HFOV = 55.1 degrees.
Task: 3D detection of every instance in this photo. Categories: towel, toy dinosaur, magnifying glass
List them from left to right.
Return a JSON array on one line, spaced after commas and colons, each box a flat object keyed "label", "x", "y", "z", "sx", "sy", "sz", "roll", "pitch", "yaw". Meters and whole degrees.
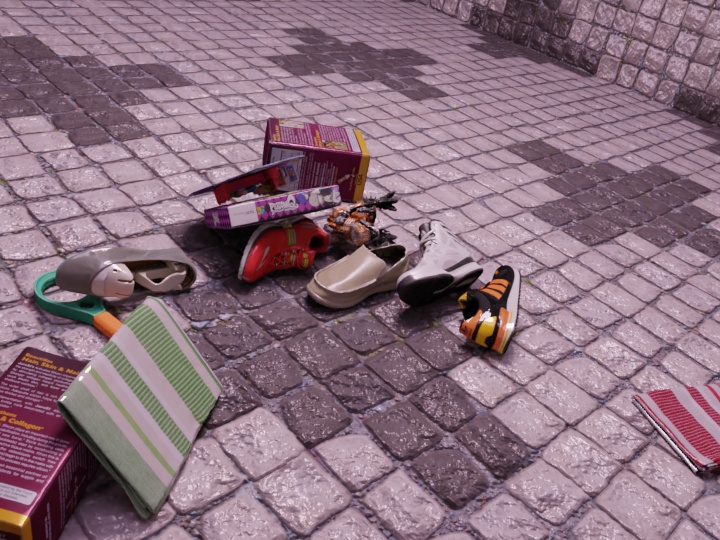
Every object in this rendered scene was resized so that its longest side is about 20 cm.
[{"label": "magnifying glass", "x": -0.354, "y": 0.052, "z": 0.905, "sx": 0.197, "sy": 0.023, "sz": 0.079, "roll": 31, "pitch": 35, "yaw": 26}, {"label": "towel", "x": -0.222, "y": 0.132, "z": 0.728, "sx": 0.023, "sy": 0.155, "sz": 0.201, "roll": -21, "pitch": 22, "yaw": 21}, {"label": "toy dinosaur", "x": -0.007, "y": -0.085, "z": 1.175, "sx": 0.132, "sy": 0.105, "sz": 0.201, "roll": -6, "pitch": 36, "yaw": -21}, {"label": "towel", "x": 0.497, "y": 0.212, "z": 0.964, "sx": 0.194, "sy": 0.023, "sz": 0.145, "roll": -2, "pitch": 34, "yaw": -22}]

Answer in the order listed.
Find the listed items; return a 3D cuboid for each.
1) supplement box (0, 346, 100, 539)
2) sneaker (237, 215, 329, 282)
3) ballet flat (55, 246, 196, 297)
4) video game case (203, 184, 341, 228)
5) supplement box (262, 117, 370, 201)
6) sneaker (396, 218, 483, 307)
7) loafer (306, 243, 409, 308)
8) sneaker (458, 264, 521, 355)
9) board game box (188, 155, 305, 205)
[{"label": "supplement box", "x": -0.317, "y": 0.177, "z": 0.656, "sx": 0.107, "sy": 0.088, "sz": 0.202, "roll": 13, "pitch": 32, "yaw": 0}, {"label": "sneaker", "x": -0.113, "y": -0.032, "z": 1.078, "sx": 0.084, "sy": 0.079, "sz": 0.199, "roll": 30, "pitch": 35, "yaw": 18}, {"label": "ballet flat", "x": -0.306, "y": 0.006, "z": 0.930, "sx": 0.063, "sy": 0.069, "sz": 0.197, "roll": 38, "pitch": 28, "yaw": 30}, {"label": "video game case", "x": -0.146, "y": -0.100, "z": 1.099, "sx": 0.176, "sy": 0.037, "sz": 0.199, "roll": -15, "pitch": 9, "yaw": -21}, {"label": "supplement box", "x": -0.090, "y": -0.216, "z": 1.347, "sx": 0.193, "sy": 0.106, "sz": 0.132, "roll": 6, "pitch": 32, "yaw": -13}, {"label": "sneaker", "x": 0.104, "y": -0.016, "z": 1.098, "sx": 0.198, "sy": 0.076, "sz": 0.117, "roll": -11, "pitch": 59, "yaw": -48}, {"label": "loafer", "x": 0.000, "y": 0.000, "z": 1.071, "sx": 0.196, "sy": 0.070, "sz": 0.075, "roll": -17, "pitch": 42, "yaw": -39}, {"label": "sneaker", "x": 0.197, "y": 0.044, "z": 1.072, "sx": 0.087, "sy": 0.071, "sz": 0.202, "roll": 17, "pitch": 34, "yaw": 2}, {"label": "board game box", "x": -0.176, "y": -0.133, "z": 1.104, "sx": 0.195, "sy": 0.040, "sz": 0.158, "roll": -17, "pitch": 7, "yaw": 17}]
